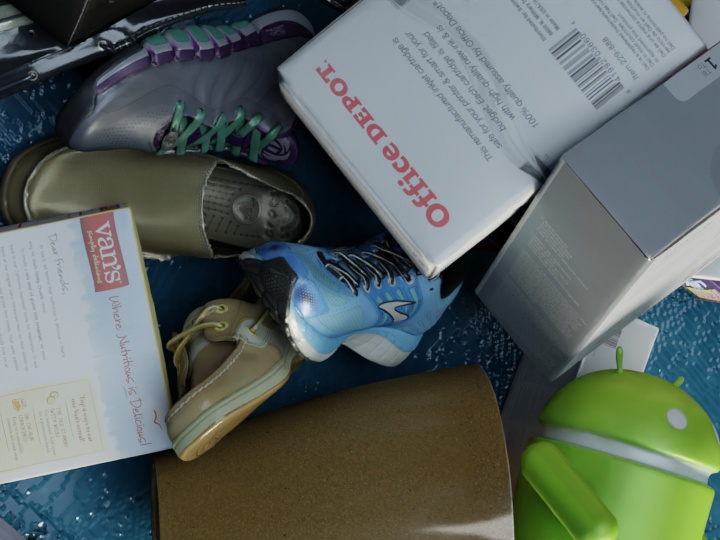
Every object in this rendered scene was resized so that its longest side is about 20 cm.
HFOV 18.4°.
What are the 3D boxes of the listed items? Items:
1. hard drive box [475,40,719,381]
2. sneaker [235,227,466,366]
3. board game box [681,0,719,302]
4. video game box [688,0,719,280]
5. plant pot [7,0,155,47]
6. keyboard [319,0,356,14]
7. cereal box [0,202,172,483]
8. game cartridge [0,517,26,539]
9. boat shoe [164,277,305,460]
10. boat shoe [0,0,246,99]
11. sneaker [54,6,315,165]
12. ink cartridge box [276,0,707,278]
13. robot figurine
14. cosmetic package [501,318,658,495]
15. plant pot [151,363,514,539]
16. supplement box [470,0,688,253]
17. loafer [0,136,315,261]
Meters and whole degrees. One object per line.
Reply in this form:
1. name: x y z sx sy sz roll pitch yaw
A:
1. hard drive box: 0.168 -0.037 1.283 0.156 0.200 0.077 -35 79 -23
2. sneaker: 0.000 0.000 1.321 0.090 0.200 0.078 -41 71 18
3. board game box: 0.233 -0.106 1.482 0.165 0.057 0.200 37 78 -19
4. video game box: 0.297 -0.076 1.402 0.199 0.047 0.183 6 94 13
5. plant pot: -0.143 -0.241 1.211 0.199 0.200 0.178 -32 89 -19
6. keyboard: -0.003 -0.209 1.365 0.200 0.021 0.127 34 72 -3
7. cereal box: -0.214 0.050 1.276 0.199 0.040 0.144 -11 97 -6
8. game cartridge: -0.239 0.202 1.275 0.133 0.040 0.200 -38 112 10
9. boat shoe: -0.079 0.051 1.300 0.074 0.200 0.066 -40 92 18
10. boat shoe: -0.153 -0.140 1.305 0.200 0.075 0.062 -16 104 -17
11. sneaker: -0.081 -0.094 1.295 0.200 0.074 0.088 -24 70 -41
12. ink cartridge box: 0.071 -0.113 1.263 0.200 0.084 0.146 -38 86 -4
13. robot figurine: 0.148 0.150 1.336 0.175 0.115 0.201 24 81 -52
14. cosmetic package: 0.122 0.120 1.432 0.051 0.083 0.200 23 84 -25
15. plant pot: -0.023 0.153 1.331 0.199 0.186 0.187 -2 93 -9
16. supplement box: 0.097 -0.113 1.393 0.086 0.110 0.200 41 77 -19
17. loafer: -0.114 -0.044 1.327 0.199 0.067 0.076 1 92 -24
